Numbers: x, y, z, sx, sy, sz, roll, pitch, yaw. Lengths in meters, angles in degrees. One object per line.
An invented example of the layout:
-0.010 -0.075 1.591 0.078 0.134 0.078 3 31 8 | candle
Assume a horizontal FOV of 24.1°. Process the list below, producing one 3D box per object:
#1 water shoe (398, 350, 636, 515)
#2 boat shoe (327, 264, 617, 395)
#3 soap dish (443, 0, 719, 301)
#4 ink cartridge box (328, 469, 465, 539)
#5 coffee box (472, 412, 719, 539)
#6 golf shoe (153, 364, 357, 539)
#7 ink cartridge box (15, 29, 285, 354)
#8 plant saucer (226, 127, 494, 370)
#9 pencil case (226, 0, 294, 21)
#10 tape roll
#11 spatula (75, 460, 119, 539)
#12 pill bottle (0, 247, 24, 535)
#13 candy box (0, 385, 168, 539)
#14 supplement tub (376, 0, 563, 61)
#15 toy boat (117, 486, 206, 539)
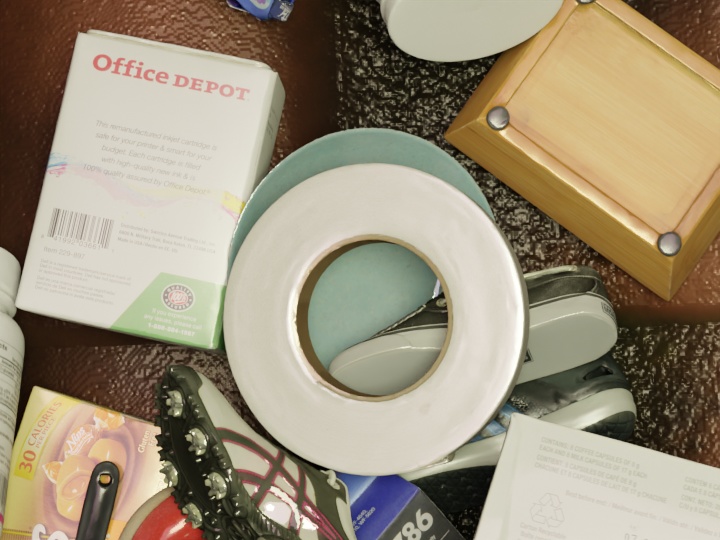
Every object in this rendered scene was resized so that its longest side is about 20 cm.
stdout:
0.091 0.111 1.177 0.199 0.072 0.079 -17 55 2 | water shoe
0.073 0.045 1.151 0.199 0.071 0.064 -13 44 4 | boat shoe
0.182 -0.101 1.180 0.200 0.081 0.158 36 86 5 | soap dish
0.035 0.217 1.121 0.100 0.039 0.200 -47 108 -17 | ink cartridge box
0.155 0.221 1.011 0.199 0.198 0.201 16 76 8 | coffee box
-0.061 0.143 1.069 0.088 0.077 0.201 -23 75 -36 | golf shoe
-0.144 -0.054 1.187 0.144 0.088 0.201 11 86 3 | ink cartridge box
0.000 0.000 1.176 0.200 0.039 0.202 -3 99 -18 | plant saucer
-0.123 -0.249 1.215 0.199 0.078 0.087 27 119 5 | pencil case
0.010 0.032 1.093 0.202 0.037 0.204 0 88 11 | tape roll
-0.192 0.227 1.131 0.056 0.021 0.201 13 82 -10 | spatula
-0.289 0.084 1.146 0.113 0.113 0.201 1 66 3 | pill bottle
-0.200 0.193 1.175 0.115 0.055 0.201 17 85 4 | candy box
0.058 -0.260 1.154 0.140 0.140 0.201 -13 66 1 | supplement tub
-0.092 0.239 1.111 0.130 0.130 0.201 4 83 42 | toy boat
